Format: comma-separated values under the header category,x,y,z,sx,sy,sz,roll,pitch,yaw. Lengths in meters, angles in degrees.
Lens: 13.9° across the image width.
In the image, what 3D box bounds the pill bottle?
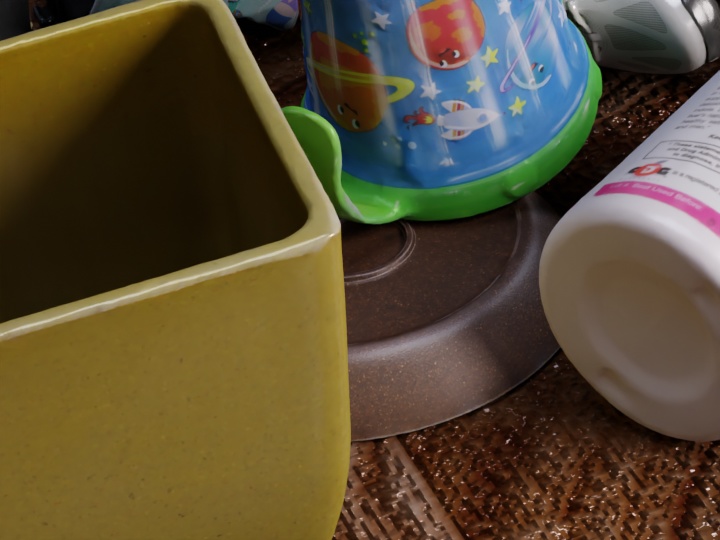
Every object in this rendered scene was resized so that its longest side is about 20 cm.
category,x,y,z,sx,sy,sz,roll,pitch,yaw
pill bottle,0.174,-0.029,1.223,0.113,0.114,0.200,19,45,35

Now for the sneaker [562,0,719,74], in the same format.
category,x,y,z,sx,sy,sz,roll,pitch,yaw
sneaker,0.075,-0.106,1.409,0.200,0.076,0.115,17,52,45

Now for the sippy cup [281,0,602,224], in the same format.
category,x,y,z,sx,sy,sz,roll,pitch,yaw
sippy cup,0.029,-0.114,1.290,0.139,0.131,0.178,-10,45,7

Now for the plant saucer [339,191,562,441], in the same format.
category,x,y,z,sx,sy,sz,roll,pitch,yaw
plant saucer,0.000,0.000,1.299,0.199,0.035,0.201,-7,34,5

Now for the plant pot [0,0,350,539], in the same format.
category,x,y,z,sx,sy,sz,roll,pitch,yaw
plant pot,-0.107,0.044,1.120,0.193,0.201,0.196,-17,35,-8

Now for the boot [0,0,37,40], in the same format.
category,x,y,z,sx,sy,sz,roll,pitch,yaw
boot,-0.209,-0.150,1.458,0.073,0.151,0.200,-20,33,-12

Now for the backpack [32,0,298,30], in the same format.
category,x,y,z,sx,sy,sz,roll,pitch,yaw
backpack,-0.089,-0.222,1.492,0.150,0.201,0.178,1,30,-19
